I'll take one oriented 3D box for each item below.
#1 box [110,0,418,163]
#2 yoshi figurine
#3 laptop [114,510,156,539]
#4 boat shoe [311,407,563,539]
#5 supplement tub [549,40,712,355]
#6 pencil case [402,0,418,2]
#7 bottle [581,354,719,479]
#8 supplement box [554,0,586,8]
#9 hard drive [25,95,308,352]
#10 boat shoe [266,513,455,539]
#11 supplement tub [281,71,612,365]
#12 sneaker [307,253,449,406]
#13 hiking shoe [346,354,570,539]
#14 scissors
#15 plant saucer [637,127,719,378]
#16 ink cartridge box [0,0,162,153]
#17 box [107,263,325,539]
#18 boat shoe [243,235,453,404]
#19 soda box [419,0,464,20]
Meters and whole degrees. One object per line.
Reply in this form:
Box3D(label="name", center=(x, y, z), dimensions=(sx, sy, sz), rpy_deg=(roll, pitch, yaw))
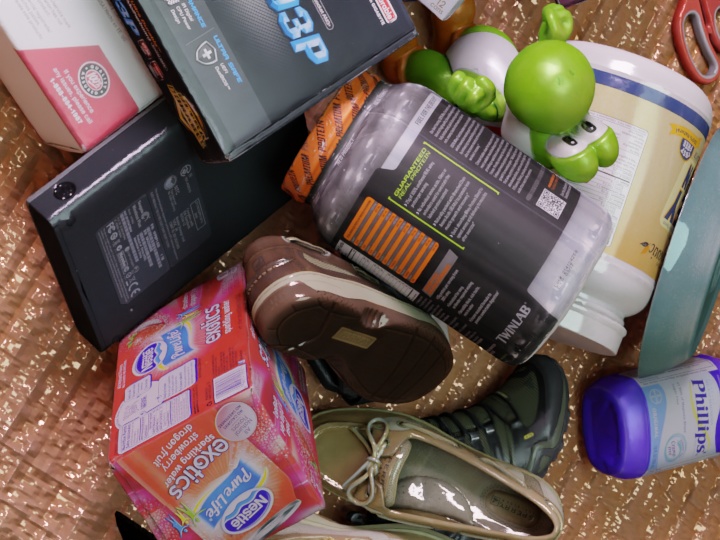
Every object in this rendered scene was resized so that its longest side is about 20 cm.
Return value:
Box3D(label="box", center=(-0.076, -0.191, 0.991), dimensions=(0.158, 0.046, 0.201), rpy_deg=(-35, 106, -22))
Box3D(label="yoshi figurine", center=(0.099, -0.138, 1.109), dimensions=(0.111, 0.200, 0.113), rpy_deg=(19, 106, -49))
Box3D(label="laptop", center=(-0.056, 0.241, 1.085), dimensions=(0.198, 0.177, 0.105), rpy_deg=(12, 91, -30))
Box3D(label="boat shoe", center=(0.047, 0.148, 1.141), dimensions=(0.199, 0.063, 0.074), rpy_deg=(22, 88, 6))
Box3D(label="supplement tub", center=(0.165, -0.052, 1.198), dimensions=(0.143, 0.144, 0.202), rpy_deg=(23, 85, -30))
Box3D(label="pencil case", center=(0.040, -0.292, 1.133), dimensions=(0.088, 0.078, 0.203), rpy_deg=(-10, 101, 8))
Box3D(label="bottle", center=(0.274, 0.113, 1.328), dimensions=(0.198, 0.065, 0.085), rpy_deg=(-9, 99, -29))
Box3D(label="supplement box", center=(0.155, -0.310, 1.153), dimensions=(0.102, 0.131, 0.202), rpy_deg=(-19, 111, 17))
Box3D(label="hard drive", center=(-0.115, -0.053, 1.058), dimensions=(0.200, 0.033, 0.140), rpy_deg=(-40, 148, -21))
Box3D(label="boat shoe", center=(-0.001, 0.219, 1.149), dimensions=(0.197, 0.067, 0.075), rpy_deg=(12, 114, -12))
Box3D(label="supplement tub", center=(0.055, -0.039, 1.066), dimensions=(0.199, 0.123, 0.123), rpy_deg=(34, 78, 0))
Box3D(label="sneaker", center=(0.000, 0.000, 1.149), dimensions=(0.111, 0.073, 0.203), rpy_deg=(-17, 105, -29))
Box3D(label="hiking shoe", center=(0.078, 0.133, 1.209), dimensions=(0.101, 0.075, 0.201), rpy_deg=(45, 74, -30))
Box3D(label="scissors", center=(0.260, -0.248, 1.306), dimensions=(0.073, 0.014, 0.202), rpy_deg=(-35, 113, -20))
Box3D(label="plant saucer", center=(0.262, -0.008, 1.249), dimensions=(0.200, 0.036, 0.202), rpy_deg=(19, 90, -74))
Box3D(label="ink cartridge box", center=(-0.151, -0.193, 1.030), dimensions=(0.200, 0.085, 0.148), rpy_deg=(-41, 114, -21))
Box3D(label="box", center=(-0.091, 0.089, 1.023), dimensions=(0.099, 0.200, 0.096), rpy_deg=(-28, 112, 5))
Box3D(label="boat shoe", center=(-0.007, 0.026, 1.075), dimensions=(0.074, 0.075, 0.202), rpy_deg=(-39, 145, 12))
Box3D(label="soda box", center=(0.003, -0.255, 1.070), dimensions=(0.200, 0.068, 0.064), rpy_deg=(41, 107, -2))
